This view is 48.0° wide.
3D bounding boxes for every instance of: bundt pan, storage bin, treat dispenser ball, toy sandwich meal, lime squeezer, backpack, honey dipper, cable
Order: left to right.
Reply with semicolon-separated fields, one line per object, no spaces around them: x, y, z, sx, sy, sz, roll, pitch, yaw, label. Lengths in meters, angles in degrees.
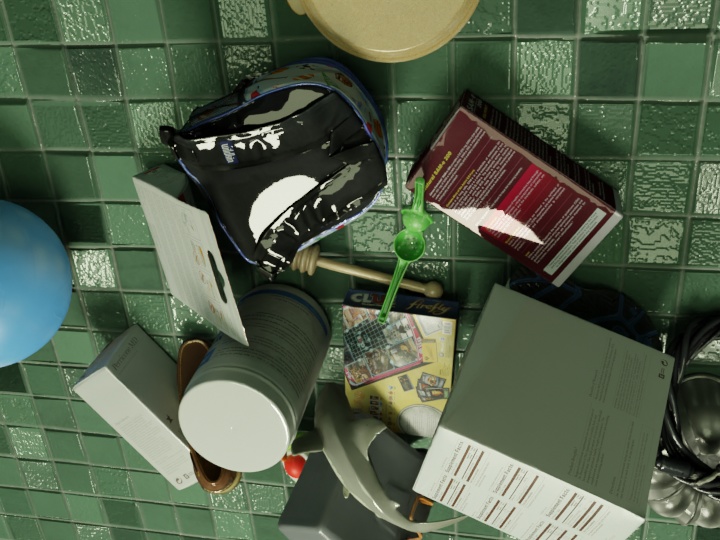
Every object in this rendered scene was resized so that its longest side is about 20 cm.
-0.446;0.016;0.959;0.199;0.201;0.202;6;120;10;treat dispenser ball
-0.066;-0.118;0.825;0.189;0.155;0.201;-18;125;23;backpack
0.000;0.000;0.945;0.198;0.038;0.038;13;121;2;honey dipper
0.001;0.275;0.975;0.145;0.201;0.134;-13;131;44;storage bin
0.021;-0.292;0.759;0.203;0.070;0.207;3;118;6;toy sandwich meal
0.049;-0.037;0.867;0.038;0.071;0.201;33;136;20;lime squeezer
0.407;0.225;0.952;0.200;0.076;0.203;5;121;9;bundt pan
0.397;0.142;0.868;0.162;0.051;0.201;24;84;16;cable

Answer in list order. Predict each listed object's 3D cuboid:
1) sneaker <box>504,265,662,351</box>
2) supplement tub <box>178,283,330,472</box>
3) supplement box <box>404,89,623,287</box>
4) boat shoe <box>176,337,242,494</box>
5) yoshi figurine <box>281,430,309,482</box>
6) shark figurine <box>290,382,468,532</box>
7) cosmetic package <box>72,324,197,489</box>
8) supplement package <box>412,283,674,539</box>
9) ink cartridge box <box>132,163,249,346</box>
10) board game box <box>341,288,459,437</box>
0.246;0.060;0.909;0.199;0.076;0.077;27;145;-4;sneaker
-0.116;0.118;0.939;0.131;0.200;0.133;6;120;10;supplement tub
0.159;-0.084;0.843;0.199;0.061;0.109;33;122;-7;supplement box
-0.191;0.178;1.015;0.071;0.068;0.202;-12;74;-4;boat shoe
-0.089;0.214;1.067;0.200;0.113;0.112;48;160;-30;yoshi figurine
0.015;0.206;0.873;0.090;0.128;0.215;-46;73;24;shark figurine
-0.268;0.181;1.070;0.074;0.102;0.200;-32;109;25;cosmetic package
0.186;0.159;0.831;0.199;0.192;0.148;23;142;8;supplement package
-0.176;-0.023;0.897;0.199;0.050;0.163;22;133;49;ink cartridge box
0.047;0.118;0.985;0.134;0.035;0.201;7;127;9;board game box
